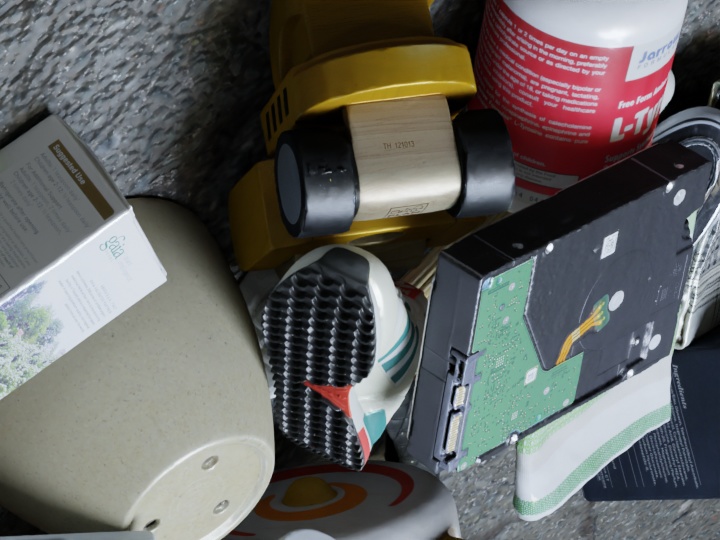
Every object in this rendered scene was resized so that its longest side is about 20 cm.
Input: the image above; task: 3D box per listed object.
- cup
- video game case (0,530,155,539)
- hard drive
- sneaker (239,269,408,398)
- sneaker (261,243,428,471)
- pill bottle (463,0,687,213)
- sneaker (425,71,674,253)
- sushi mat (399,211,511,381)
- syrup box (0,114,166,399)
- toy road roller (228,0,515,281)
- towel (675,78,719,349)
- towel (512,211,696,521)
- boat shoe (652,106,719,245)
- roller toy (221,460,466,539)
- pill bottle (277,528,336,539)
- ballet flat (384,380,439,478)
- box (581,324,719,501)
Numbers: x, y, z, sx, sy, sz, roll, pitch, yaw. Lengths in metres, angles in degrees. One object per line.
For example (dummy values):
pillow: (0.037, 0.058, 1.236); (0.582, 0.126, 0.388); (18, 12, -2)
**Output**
cup: (-0.129, 0.082, 1.621); (0.200, 0.143, 0.200); (-28, 148, -20)
video game case: (-0.205, 0.226, 1.596); (0.182, 0.023, 0.200); (-1, 126, -8)
hard drive: (0.111, 0.019, 1.618); (0.200, 0.038, 0.140); (-27, 137, -40)
sneaker: (0.000, 0.000, 1.730); (0.200, 0.077, 0.082); (-49, 155, 16)
sneaker: (-0.001, 0.026, 1.599); (0.093, 0.070, 0.200); (-57, 163, -29)
pill bottle: (0.124, -0.133, 1.649); (0.112, 0.112, 0.200); (-21, 141, -29)
sneaker: (0.122, -0.054, 1.797); (0.200, 0.072, 0.072); (-41, 148, -2)
sushi mat: (0.096, -0.003, 1.730); (0.200, 0.096, 0.012); (-46, -169, -24)
syrup box: (-0.207, 0.017, 1.509); (0.200, 0.081, 0.079); (-37, 151, -7)
toy road roller: (-0.001, -0.082, 1.576); (0.123, 0.146, 0.200); (-7, 169, -16)
towel: (0.259, -0.050, 1.917); (0.200, 0.035, 0.193); (-19, 132, -54)
towel: (0.151, 0.046, 1.753); (0.149, 0.031, 0.200); (-37, 145, -37)
boat shoe: (0.164, -0.017, 1.810); (0.200, 0.072, 0.068); (-46, -176, 16)
roller toy: (-0.023, 0.198, 1.831); (0.182, 0.200, 0.140); (-11, 104, -10)
pill bottle: (-0.081, 0.236, 1.704); (0.200, 0.111, 0.111); (-41, 153, 31)
ballet flat: (0.016, 0.092, 1.889); (0.057, 0.067, 0.200); (-18, 142, -2)
box: (0.255, 0.086, 1.991); (0.148, 0.107, 0.200); (-18, -175, -32)
